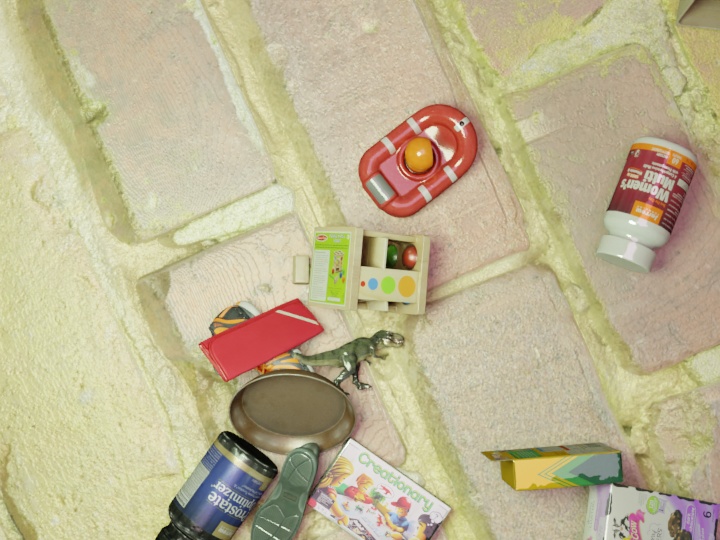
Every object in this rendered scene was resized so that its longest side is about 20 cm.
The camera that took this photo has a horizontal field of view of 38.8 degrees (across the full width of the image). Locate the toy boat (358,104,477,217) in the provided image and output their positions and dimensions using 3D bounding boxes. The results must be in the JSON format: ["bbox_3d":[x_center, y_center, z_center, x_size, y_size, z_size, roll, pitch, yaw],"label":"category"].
[{"bbox_3d":[0.096,-0.181,1.629,0.200,0.131,0.131,-39,89,-3],"label":"toy boat"}]

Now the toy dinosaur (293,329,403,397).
[{"bbox_3d":[-0.018,0.152,1.630,0.200,0.047,0.088,-12,94,-34],"label":"toy dinosaur"}]

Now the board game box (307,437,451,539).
[{"bbox_3d":[0.029,0.376,1.643,0.200,0.035,0.126,34,86,0],"label":"board game box"}]

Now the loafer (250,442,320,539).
[{"bbox_3d":[-0.110,0.362,1.622,0.072,0.063,0.200,29,107,10],"label":"loafer"}]

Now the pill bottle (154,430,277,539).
[{"bbox_3d":[-0.228,0.361,1.597,0.112,0.112,0.200,35,86,0],"label":"pill bottle"}]

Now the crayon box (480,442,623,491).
[{"bbox_3d":[0.297,0.309,1.611,0.199,0.126,0.052,-4,87,-2],"label":"crayon box"}]

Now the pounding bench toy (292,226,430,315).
[{"bbox_3d":[0.000,0.000,1.627,0.156,0.200,0.125,5,89,-33],"label":"pounding bench toy"}]

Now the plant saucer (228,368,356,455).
[{"bbox_3d":[-0.105,0.216,1.596,0.199,0.201,0.035,3,44,-2],"label":"plant saucer"}]

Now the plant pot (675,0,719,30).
[{"bbox_3d":[0.639,-0.509,1.644,0.199,0.200,0.178,7,76,-1],"label":"plant pot"}]

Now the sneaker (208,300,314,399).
[{"bbox_3d":[-0.164,0.148,1.608,0.200,0.078,0.112,43,47,10],"label":"sneaker"}]

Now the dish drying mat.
[{"bbox_3d":[-0.151,0.103,1.585,0.200,0.018,0.077,-25,68,-40],"label":"dish drying mat"}]

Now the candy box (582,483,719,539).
[{"bbox_3d":[0.451,0.431,1.606,0.199,0.072,0.168,13,78,-15],"label":"candy box"}]

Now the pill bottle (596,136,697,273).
[{"bbox_3d":[0.458,-0.104,1.648,0.109,0.110,0.201,22,86,-1],"label":"pill bottle"}]
